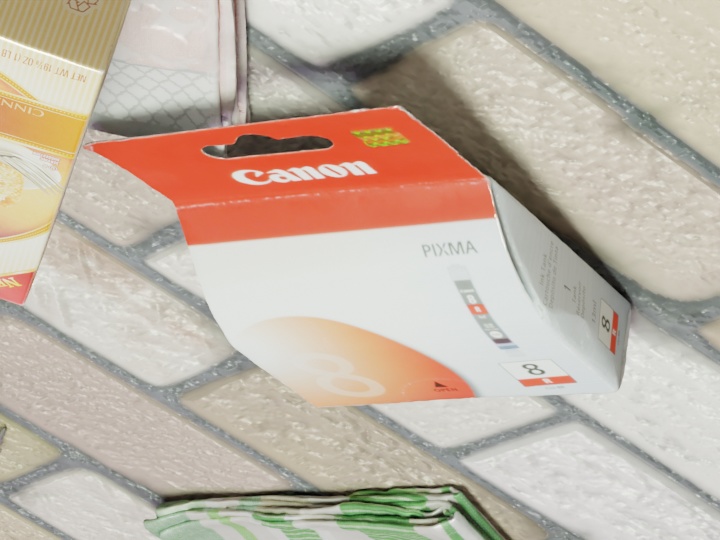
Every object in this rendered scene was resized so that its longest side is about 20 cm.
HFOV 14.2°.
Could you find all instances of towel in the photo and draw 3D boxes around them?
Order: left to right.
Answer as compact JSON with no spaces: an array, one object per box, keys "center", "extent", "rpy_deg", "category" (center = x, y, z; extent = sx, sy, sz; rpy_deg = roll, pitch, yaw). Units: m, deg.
[{"center":[-0.143,-0.119,1.129],"extent":[0.199,0.032,0.191],"rpy_deg":[12,150,8],"category":"towel"},{"center":[0.002,0.162,1.532],"extent":[0.199,0.023,0.153],"rpy_deg":[-5,144,34],"category":"towel"}]

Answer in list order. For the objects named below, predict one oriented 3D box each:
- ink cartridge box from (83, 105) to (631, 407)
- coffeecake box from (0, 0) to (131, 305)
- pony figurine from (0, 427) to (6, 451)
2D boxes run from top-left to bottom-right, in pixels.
[{"center":[0.000,0.000,1.206],"extent":[0.162,0.050,0.200],"rpy_deg":[-4,156,33],"category":"ink cartridge box"},{"center":[-0.176,-0.081,1.105],"extent":[0.153,0.073,0.200],"rpy_deg":[19,151,-6],"category":"coffeecake box"},{"center":[-0.287,0.102,1.455],"extent":[0.192,0.201,0.167],"rpy_deg":[-3,141,4],"category":"pony figurine"}]
